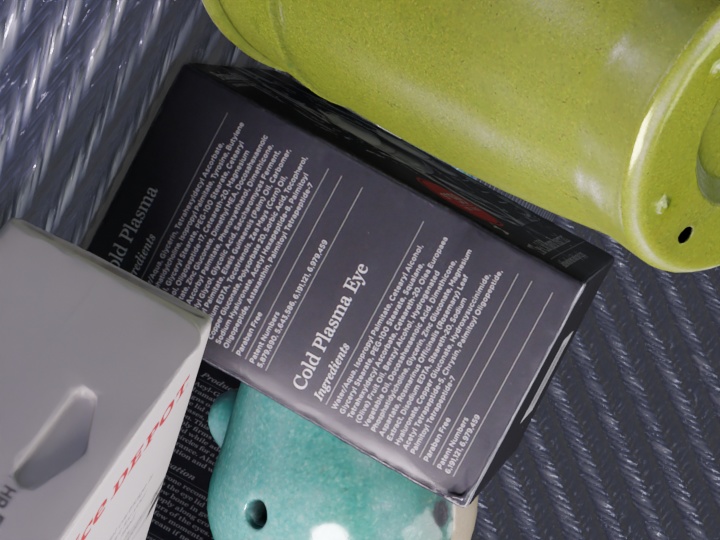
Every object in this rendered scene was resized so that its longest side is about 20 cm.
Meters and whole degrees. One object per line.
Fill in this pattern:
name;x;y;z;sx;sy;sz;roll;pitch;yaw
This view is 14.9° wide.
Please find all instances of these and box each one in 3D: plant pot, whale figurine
plant pot;0.077;-0.103;0.936;0.200;0.193;0.201;-29;143;-25
whale figurine;-0.021;0.069;1.293;0.104;0.159;0.201;-12;97;-50

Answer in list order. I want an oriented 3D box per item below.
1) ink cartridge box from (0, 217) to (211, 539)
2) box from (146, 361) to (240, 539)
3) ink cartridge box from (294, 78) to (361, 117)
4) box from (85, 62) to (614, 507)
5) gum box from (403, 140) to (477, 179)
ink cartridge box;-0.134;0.101;0.956;0.146;0.084;0.200;-57;171;-39
box;-0.094;0.157;1.427;0.148;0.104;0.200;-66;173;33
ink cartridge box;0.021;-0.126;1.356;0.201;0.050;0.109;-60;174;-2
box;0.000;0.000;1.153;0.104;0.182;0.200;-63;174;7
gum box;0.026;-0.020;1.891;0.200;0.044;0.170;-60;174;-9
